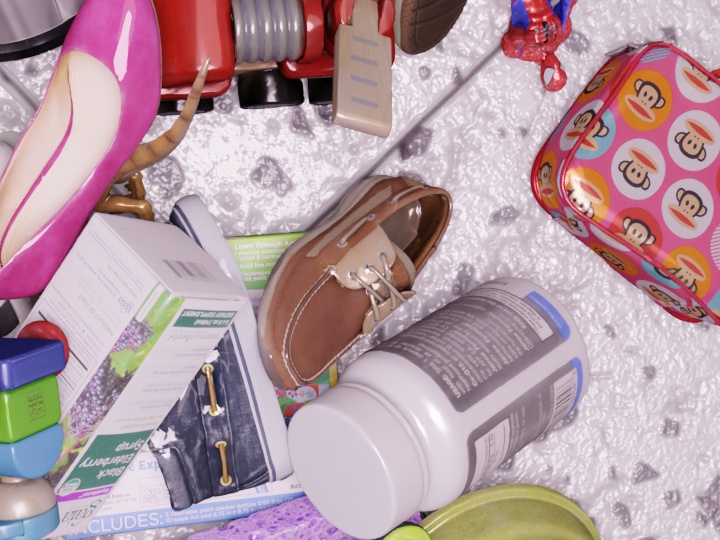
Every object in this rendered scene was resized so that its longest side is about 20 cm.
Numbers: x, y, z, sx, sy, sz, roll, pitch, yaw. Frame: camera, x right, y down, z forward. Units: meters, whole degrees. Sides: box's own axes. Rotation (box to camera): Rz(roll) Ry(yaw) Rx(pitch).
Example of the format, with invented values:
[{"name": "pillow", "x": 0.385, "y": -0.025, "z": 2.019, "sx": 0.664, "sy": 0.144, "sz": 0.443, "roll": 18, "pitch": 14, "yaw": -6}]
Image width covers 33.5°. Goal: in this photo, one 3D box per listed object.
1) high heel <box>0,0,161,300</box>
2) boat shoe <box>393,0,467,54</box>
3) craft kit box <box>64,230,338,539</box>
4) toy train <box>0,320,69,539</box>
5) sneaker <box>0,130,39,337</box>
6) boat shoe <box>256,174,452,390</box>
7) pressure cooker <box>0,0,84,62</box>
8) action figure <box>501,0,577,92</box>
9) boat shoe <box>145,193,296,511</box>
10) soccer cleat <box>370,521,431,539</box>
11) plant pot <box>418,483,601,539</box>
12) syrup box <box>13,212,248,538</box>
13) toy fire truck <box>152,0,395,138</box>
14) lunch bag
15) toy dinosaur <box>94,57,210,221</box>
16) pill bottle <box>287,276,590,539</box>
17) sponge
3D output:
[{"name": "high heel", "x": -0.177, "y": -0.077, "z": 0.692, "sx": 0.067, "sy": 0.096, "sz": 0.200, "roll": 31, "pitch": 112, "yaw": 15}, {"name": "boat shoe", "x": 0.045, "y": -0.249, "z": 0.822, "sx": 0.072, "sy": 0.076, "sz": 0.200, "roll": -25, "pitch": 142, "yaw": -42}, {"name": "craft kit box", "x": -0.115, "y": 0.076, "z": 0.837, "sx": 0.199, "sy": 0.049, "sz": 0.198, "roll": -4, "pitch": 97, "yaw": -14}, {"name": "toy train", "x": -0.258, "y": 0.091, "z": 0.693, "sx": 0.199, "sy": 0.085, "sz": 0.116, "roll": 0, "pitch": 100, "yaw": 27}, {"name": "sneaker", "x": -0.250, "y": 0.016, "z": 0.757, "sx": 0.074, "sy": 0.088, "sz": 0.201, "roll": 10, "pitch": 108, "yaw": 26}, {"name": "boat shoe", "x": 0.000, "y": 0.000, "z": 0.799, "sx": 0.200, "sy": 0.072, "sz": 0.076, "roll": -57, "pitch": 131, "yaw": -37}, {"name": "pressure cooker", "x": -0.232, "y": -0.224, "z": 0.719, "sx": 0.175, "sy": 0.200, "sz": 0.179, "roll": 16, "pitch": 68, "yaw": 7}, {"name": "action figure", "x": 0.120, "y": -0.225, "z": 0.854, "sx": 0.065, "sy": 0.099, "sz": 0.201, "roll": -21, "pitch": 100, "yaw": -12}, {"name": "boat shoe", "x": -0.112, "y": 0.057, "z": 0.779, "sx": 0.091, "sy": 0.071, "sz": 0.201, "roll": -19, "pitch": 98, "yaw": -14}, {"name": "soccer cleat", "x": -0.014, "y": 0.246, "z": 0.814, "sx": 0.067, "sy": 0.081, "sz": 0.200, "roll": 16, "pitch": 108, "yaw": -29}, {"name": "plant pot", "x": 0.126, "y": 0.277, "z": 0.809, "sx": 0.200, "sy": 0.184, "sz": 0.201, "roll": -7, "pitch": 111, "yaw": -19}, {"name": "syrup box", "x": -0.166, "y": 0.069, "z": 0.731, "sx": 0.081, "sy": 0.079, "sz": 0.200, "roll": 43, "pitch": 106, "yaw": 25}, {"name": "toy fire truck", "x": -0.053, "y": -0.140, "z": 0.758, "sx": 0.175, "sy": 0.200, "sz": 0.129, "roll": -5, "pitch": 94, "yaw": -14}, {"name": "lunch bag", "x": 0.245, "y": -0.074, "z": 0.891, "sx": 0.200, "sy": 0.082, "sz": 0.176, "roll": 38, "pitch": 84, "yaw": -12}, {"name": "toy dinosaur", "x": -0.163, "y": -0.065, "z": 0.766, "sx": 0.106, "sy": 0.199, "sz": 0.061, "roll": 56, "pitch": 38, "yaw": -47}, {"name": "pill bottle", "x": 0.054, "y": 0.090, "z": 0.806, "sx": 0.200, "sy": 0.114, "sz": 0.114, "roll": -27, "pitch": 100, "yaw": -39}, {"name": "sponge", "x": -0.049, "y": 0.212, "z": 0.843, "sx": 0.199, "sy": 0.030, "sz": 0.112, "roll": -16, "pitch": 126, "yaw": -13}]
